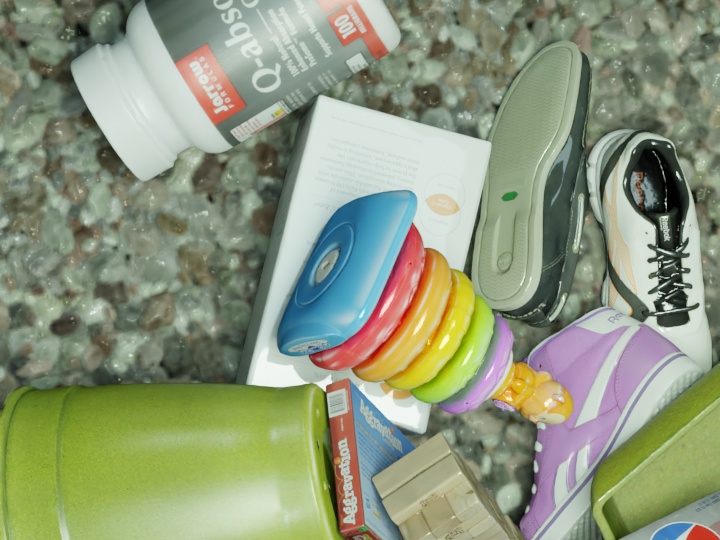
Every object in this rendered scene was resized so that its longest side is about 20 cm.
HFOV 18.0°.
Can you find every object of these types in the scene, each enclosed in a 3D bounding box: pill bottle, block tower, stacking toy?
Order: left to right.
[{"bbox_3d":[-0.083,-0.150,1.510,0.199,0.116,0.116,-31,90,4],"label":"pill bottle"},{"bbox_3d":[0.055,0.047,1.443,0.200,0.116,0.110,33,66,-21],"label":"stacking toy"},{"bbox_3d":[0.077,0.183,1.442,0.058,0.200,0.054,-33,47,6],"label":"block tower"}]

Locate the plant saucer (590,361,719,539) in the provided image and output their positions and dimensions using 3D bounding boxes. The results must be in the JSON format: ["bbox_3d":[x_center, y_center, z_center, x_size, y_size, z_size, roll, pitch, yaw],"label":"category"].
[{"bbox_3d":[0.243,0.141,1.536,0.199,0.048,0.200,-38,134,-10],"label":"plant saucer"}]

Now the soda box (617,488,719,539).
[{"bbox_3d":[0.181,0.214,1.449,0.199,0.070,0.064,-22,133,-26],"label":"soda box"}]

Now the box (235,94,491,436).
[{"bbox_3d":[0.000,0.000,1.530,0.124,0.097,0.201,15,82,-7],"label":"box"}]

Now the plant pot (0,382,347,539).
[{"bbox_3d":[-0.103,0.153,1.422,0.192,0.200,0.201,-12,86,9],"label":"plant pot"}]

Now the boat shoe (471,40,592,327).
[{"bbox_3d":[0.128,-0.060,1.581,0.067,0.072,0.201,24,71,-42],"label":"boat shoe"}]

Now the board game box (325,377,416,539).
[{"bbox_3d":[0.030,0.157,1.464,0.019,0.200,0.103,-17,56,18],"label":"board game box"}]

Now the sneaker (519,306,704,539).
[{"bbox_3d":[0.142,0.120,1.564,0.114,0.073,0.201,37,98,31],"label":"sneaker"}]

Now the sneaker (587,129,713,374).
[{"bbox_3d":[0.203,-0.002,1.571,0.073,0.080,0.201,-13,88,-11],"label":"sneaker"}]
